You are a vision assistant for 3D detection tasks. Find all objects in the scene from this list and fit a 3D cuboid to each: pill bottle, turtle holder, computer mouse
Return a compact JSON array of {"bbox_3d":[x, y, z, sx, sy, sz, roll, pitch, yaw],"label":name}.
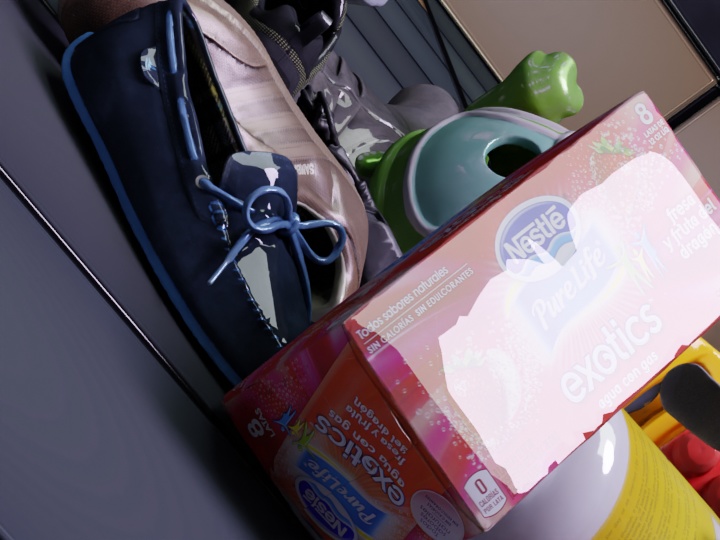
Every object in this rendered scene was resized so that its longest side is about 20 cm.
[{"bbox_3d":[0.089,0.111,1.079,0.200,0.112,0.112,47,12,-42],"label":"pill bottle"},{"bbox_3d":[0.084,-0.029,1.326,0.142,0.131,0.185,62,36,-10],"label":"turtle holder"},{"bbox_3d":[0.000,0.000,1.216,0.201,0.046,0.140,64,-1,-8],"label":"computer mouse"}]

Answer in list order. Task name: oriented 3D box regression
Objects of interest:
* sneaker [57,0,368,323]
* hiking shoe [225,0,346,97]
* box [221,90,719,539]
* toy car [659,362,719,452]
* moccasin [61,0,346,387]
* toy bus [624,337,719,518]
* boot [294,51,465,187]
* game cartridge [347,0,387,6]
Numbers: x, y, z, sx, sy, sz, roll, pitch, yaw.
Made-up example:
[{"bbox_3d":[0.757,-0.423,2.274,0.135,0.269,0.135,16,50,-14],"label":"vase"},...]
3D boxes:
[{"bbox_3d":[-0.060,-0.057,1.069,0.200,0.070,0.076,44,24,-31],"label":"sneaker"},{"bbox_3d":[-0.047,-0.129,1.284,0.076,0.100,0.200,52,10,-20],"label":"hiking shoe"},{"bbox_3d":[0.055,0.026,0.930,0.200,0.100,0.096,-37,93,-37],"label":"box"},{"bbox_3d":[0.242,0.111,1.171,0.201,0.164,0.158,57,0,16],"label":"toy car"},{"bbox_3d":[-0.058,-0.030,0.975,0.201,0.068,0.080,59,10,15],"label":"moccasin"},{"bbox_3d":[0.170,0.098,1.312,0.201,0.135,0.192,55,-10,12],"label":"toy bus"},{"bbox_3d":[-0.002,-0.105,1.435,0.132,0.070,0.200,52,21,-15],"label":"boot"},{"bbox_3d":[-0.079,-0.195,1.318,0.132,0.041,0.200,15,-5,29],"label":"game cartridge"}]
